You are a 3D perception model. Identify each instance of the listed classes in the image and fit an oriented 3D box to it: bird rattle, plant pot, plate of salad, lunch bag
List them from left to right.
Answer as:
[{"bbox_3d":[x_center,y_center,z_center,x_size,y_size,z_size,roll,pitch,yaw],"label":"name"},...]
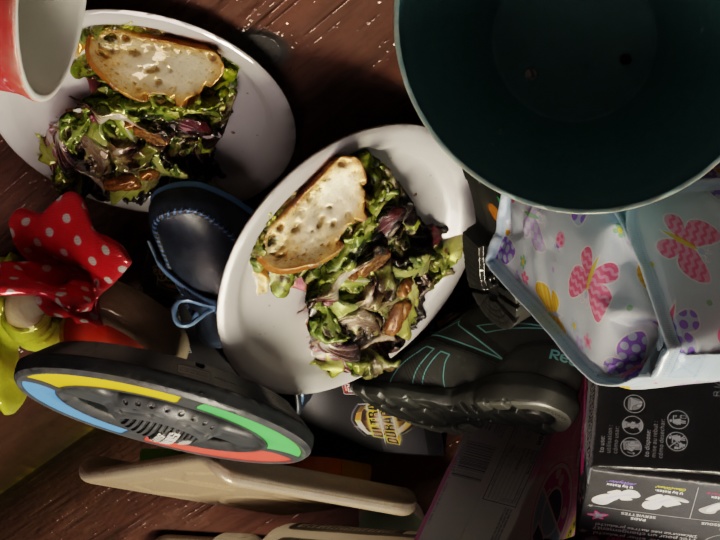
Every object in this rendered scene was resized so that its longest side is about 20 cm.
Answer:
[{"bbox_3d":[-0.190,0.025,1.533,0.163,0.113,0.200,27,144,-22],"label":"bird rattle"},{"bbox_3d":[-0.140,-0.090,1.429,0.199,0.048,0.200,5,145,3],"label":"plate of salad"},{"bbox_3d":[0.000,0.000,1.428,0.200,0.048,0.201,-24,135,-26],"label":"plate of salad"},{"bbox_3d":[0.120,-0.131,1.226,0.199,0.201,0.135,6,-178,3],"label":"plant pot"},{"bbox_3d":[0.195,-0.006,1.300,0.169,0.200,0.128,-1,122,-25],"label":"lunch bag"}]

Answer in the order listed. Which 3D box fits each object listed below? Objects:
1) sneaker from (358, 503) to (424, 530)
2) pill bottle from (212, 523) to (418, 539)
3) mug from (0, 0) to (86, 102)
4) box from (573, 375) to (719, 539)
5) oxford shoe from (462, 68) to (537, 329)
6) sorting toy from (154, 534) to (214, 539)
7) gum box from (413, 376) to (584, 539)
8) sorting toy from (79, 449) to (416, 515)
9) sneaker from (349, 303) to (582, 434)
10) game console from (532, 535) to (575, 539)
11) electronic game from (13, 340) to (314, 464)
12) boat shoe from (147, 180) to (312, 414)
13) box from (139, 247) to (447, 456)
[{"bbox_3d":[0.043,0.280,1.846,0.073,0.119,0.201,-10,142,21],"label":"sneaker"},{"bbox_3d":[-0.018,0.250,1.705,0.199,0.116,0.116,1,145,27],"label":"pill bottle"},{"bbox_3d":[-0.264,-0.194,1.276,0.199,0.178,0.133,7,-179,9],"label":"mug"},{"bbox_3d":[0.209,0.075,1.456,0.132,0.201,0.115,6,146,4],"label":"box"},{"bbox_3d":[0.111,-0.062,1.410,0.084,0.073,0.200,-24,137,-23],"label":"oxford shoe"},{"bbox_3d":[-0.080,0.292,1.965,0.184,0.037,0.200,2,140,8],"label":"sorting toy"},{"bbox_3d":[0.109,0.165,1.612,0.066,0.200,0.114,12,148,26],"label":"gum box"},{"bbox_3d":[-0.085,0.154,1.688,0.185,0.037,0.200,14,167,-35],"label":"sorting toy"},{"bbox_3d":[0.076,0.065,1.512,0.200,0.080,0.075,-2,156,46],"label":"sneaker"},{"bbox_3d":[0.152,0.235,1.481,0.199,0.119,0.173,-6,133,-27],"label":"game console"},{"bbox_3d":[-0.127,0.090,1.466,0.199,0.042,0.200,12,164,4],"label":"electronic game"},{"bbox_3d":[-0.073,0.023,1.482,0.084,0.069,0.200,-17,133,27],"label":"boat shoe"},{"bbox_3d":[-0.043,0.060,1.619,0.198,0.050,0.200,1,143,9],"label":"box"}]
